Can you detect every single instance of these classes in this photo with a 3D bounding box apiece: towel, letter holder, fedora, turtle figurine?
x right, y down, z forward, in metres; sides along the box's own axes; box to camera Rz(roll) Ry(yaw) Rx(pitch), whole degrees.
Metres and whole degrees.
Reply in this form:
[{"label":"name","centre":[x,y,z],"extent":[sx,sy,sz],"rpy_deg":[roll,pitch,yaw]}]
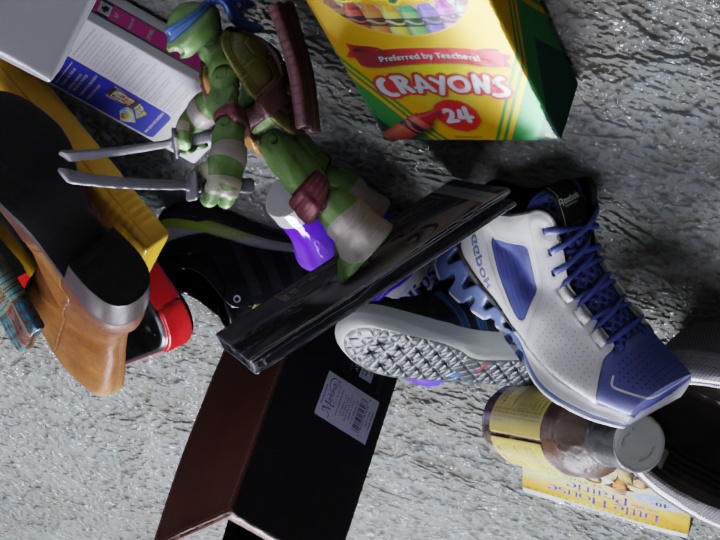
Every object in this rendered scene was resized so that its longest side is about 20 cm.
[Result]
[{"label":"towel","centre":[-0.293,-0.033,1.683],"extent":[0.201,0.022,0.147],"rpy_deg":[59,167,1]},{"label":"letter holder","centre":[-0.066,0.140,1.802],"extent":[0.100,0.201,0.142],"rpy_deg":[32,148,-22]},{"label":"fedora","centre":[0.279,0.105,1.643],"extent":[0.199,0.091,0.178],"rpy_deg":[20,140,12]},{"label":"turtle figurine","centre":[-0.084,-0.062,1.479],"extent":[0.194,0.200,0.144],"rpy_deg":[42,157,-11]}]

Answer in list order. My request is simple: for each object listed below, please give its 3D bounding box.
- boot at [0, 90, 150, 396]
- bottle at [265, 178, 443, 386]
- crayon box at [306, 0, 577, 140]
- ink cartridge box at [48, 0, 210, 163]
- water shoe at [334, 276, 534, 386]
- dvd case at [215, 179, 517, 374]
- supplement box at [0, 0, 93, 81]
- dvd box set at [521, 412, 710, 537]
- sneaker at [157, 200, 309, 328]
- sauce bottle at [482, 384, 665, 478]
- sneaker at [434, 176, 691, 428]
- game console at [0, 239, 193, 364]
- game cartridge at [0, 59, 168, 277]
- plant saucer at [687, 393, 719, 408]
[{"label":"boot","centre":[-0.216,-0.017,1.616],"extent":[0.188,0.068,0.200],"rpy_deg":[45,159,6]},{"label":"bottle","centre":[0.009,0.000,1.648],"extent":[0.200,0.084,0.065],"rpy_deg":[46,171,-36]},{"label":"crayon box","centre":[0.042,-0.158,1.404],"extent":[0.126,0.051,0.200],"rpy_deg":[2,145,29]},{"label":"ink cartridge box","centre":[-0.175,-0.148,1.563],"extent":[0.199,0.037,0.095],"rpy_deg":[27,150,-17]},{"label":"water shoe","centre":[0.063,0.033,1.624],"extent":[0.199,0.080,0.071],"rpy_deg":[11,151,-35]},{"label":"dvd case","centre":[0.000,0.000,1.512],"extent":[0.016,0.199,0.149],"rpy_deg":[59,173,-10]},{"label":"supplement box","centre":[-0.203,-0.181,1.364],"extent":[0.101,0.104,0.200],"rpy_deg":[27,-175,-9]},{"label":"dvd box set","centre":[0.197,0.146,1.808],"extent":[0.145,0.030,0.200],"rpy_deg":[16,156,11]},{"label":"sneaker","centre":[-0.074,0.018,1.725],"extent":[0.198,0.083,0.072],"rpy_deg":[17,150,4]},{"label":"sauce bottle","centre":[0.151,0.115,1.624],"extent":[0.064,0.065,0.200],"rpy_deg":[31,172,-19]},{"label":"sneaker","centre":[0.137,0.006,1.536],"extent":[0.199,0.080,0.116],"rpy_deg":[41,137,25]},{"label":"game console","centre":[-0.213,-0.006,1.739],"extent":[0.178,0.031,0.200],"rpy_deg":[60,149,-6]},{"label":"game cartridge","centre":[-0.228,-0.057,1.651],"extent":[0.200,0.032,0.176],"rpy_deg":[51,149,9]},{"label":"plant saucer","centre":[0.231,0.098,1.745],"extent":[0.199,0.019,0.070],"rpy_deg":[24,150,-7]}]
